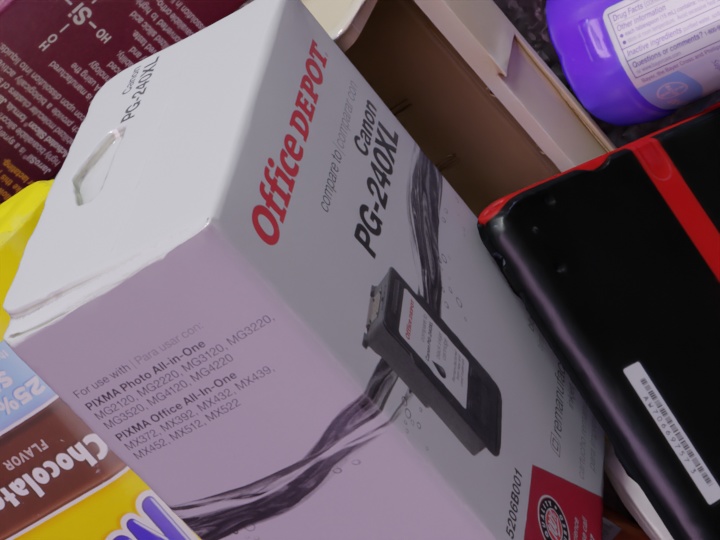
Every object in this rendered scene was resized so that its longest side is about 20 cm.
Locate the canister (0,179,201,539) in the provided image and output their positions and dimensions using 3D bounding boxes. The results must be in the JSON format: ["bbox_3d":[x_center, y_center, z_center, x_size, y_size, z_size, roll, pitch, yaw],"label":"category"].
[{"bbox_3d":[-0.098,0.080,0.769,0.148,0.087,0.200,-31,107,34],"label":"canister"}]

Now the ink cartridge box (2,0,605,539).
[{"bbox_3d":[-0.008,0.028,0.689,0.083,0.145,0.200,-28,118,25],"label":"ink cartridge box"}]

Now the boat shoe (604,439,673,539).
[{"bbox_3d":[0.169,0.120,0.789,0.060,0.072,0.202,-43,105,7],"label":"boat shoe"}]

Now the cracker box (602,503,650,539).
[{"bbox_3d":[0.037,0.194,0.823,0.058,0.134,0.200,31,125,18],"label":"cracker box"}]

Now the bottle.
[{"bbox_3d":[0.170,-0.118,0.780,0.200,0.084,0.065,-23,85,25],"label":"bottle"}]

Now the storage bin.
[{"bbox_3d":[0.000,0.000,0.816,0.198,0.094,0.200,-31,115,28],"label":"storage bin"}]

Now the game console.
[{"bbox_3d":[0.148,0.037,0.760,0.200,0.177,0.031,57,140,9],"label":"game console"}]

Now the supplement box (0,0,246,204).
[{"bbox_3d":[-0.132,-0.113,0.808,0.200,0.086,0.110,-42,55,3],"label":"supplement box"}]
